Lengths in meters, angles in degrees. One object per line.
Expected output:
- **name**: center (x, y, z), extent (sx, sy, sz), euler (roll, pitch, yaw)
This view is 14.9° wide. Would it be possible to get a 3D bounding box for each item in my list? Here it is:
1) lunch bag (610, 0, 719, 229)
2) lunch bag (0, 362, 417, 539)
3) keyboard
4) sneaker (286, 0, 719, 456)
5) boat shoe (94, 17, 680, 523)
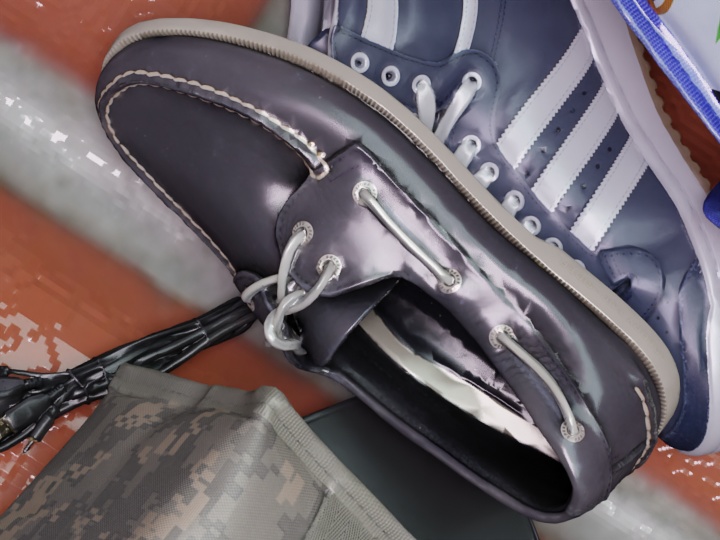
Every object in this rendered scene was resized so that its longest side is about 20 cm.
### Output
- **lunch bag**: center (0.153, -0.077, 0.829), extent (0.124, 0.170, 0.200), euler (-36, 90, 21)
- **lunch bag**: center (-0.032, 0.154, 0.754), extent (0.164, 0.118, 0.200), euler (-50, 116, -19)
- **keyboard**: center (-0.049, 0.071, 0.823), extent (0.200, 0.021, 0.127), euler (-21, 91, -21)
- **sneaker**: center (0.042, -0.028, 0.844), extent (0.108, 0.070, 0.200), euler (-15, 77, -24)
- **boat shoe**: center (0.000, 0.000, 0.801), extent (0.200, 0.073, 0.063), euler (36, 45, 2)
